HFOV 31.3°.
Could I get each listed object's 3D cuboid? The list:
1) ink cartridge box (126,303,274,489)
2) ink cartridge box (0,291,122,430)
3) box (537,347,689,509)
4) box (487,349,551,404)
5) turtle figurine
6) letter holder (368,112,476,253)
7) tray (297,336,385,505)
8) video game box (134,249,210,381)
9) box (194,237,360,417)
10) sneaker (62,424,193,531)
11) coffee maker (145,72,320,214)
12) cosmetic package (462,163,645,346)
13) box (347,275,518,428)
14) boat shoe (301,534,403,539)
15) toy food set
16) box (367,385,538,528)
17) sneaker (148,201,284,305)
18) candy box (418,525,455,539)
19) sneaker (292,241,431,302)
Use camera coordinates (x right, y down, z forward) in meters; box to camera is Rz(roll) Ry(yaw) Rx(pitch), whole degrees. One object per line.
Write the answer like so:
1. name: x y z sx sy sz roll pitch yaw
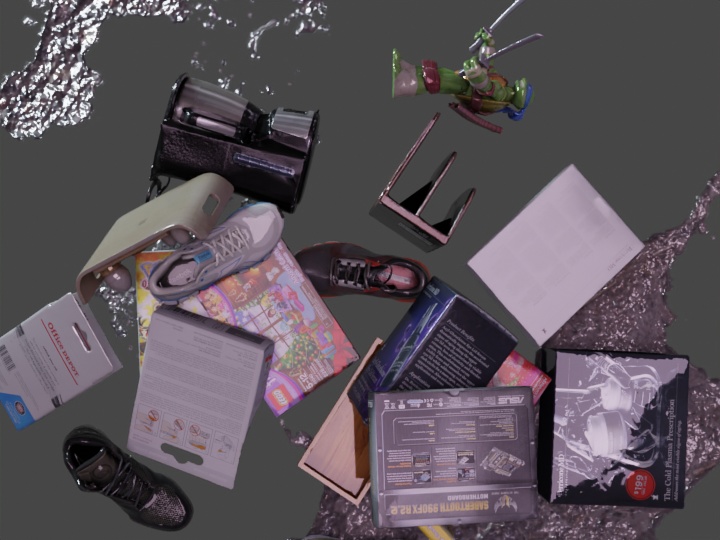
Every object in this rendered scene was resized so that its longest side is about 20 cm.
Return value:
1. ink cartridge box: -0.207 0.162 1.660 0.160 0.050 0.202 18 111 11
2. ink cartridge box: -0.386 0.108 1.642 0.199 0.068 0.117 -30 90 32
3. box: 0.333 0.208 1.707 0.179 0.104 0.203 2 88 -2
4. box: 0.153 0.194 1.702 0.099 0.095 0.201 36 87 -2
5. turtle figurine: 0.138 -0.286 1.696 0.191 0.201 0.145 1 54 1
6. letter holder: 0.094 -0.113 1.656 0.100 0.200 0.143 32 87 -2
7. tray: 0.009 0.202 1.725 0.098 0.037 0.201 33 88 -2
8. video game box: -0.199 0.062 1.714 0.197 0.047 0.185 -3 87 -3
9. box: -0.109 0.070 1.676 0.136 0.039 0.201 -34 91 -2
10. sneaker: -0.307 0.279 1.668 0.199 0.114 0.076 40 89 -3
11. coffee maker: -0.165 -0.143 1.693 0.197 0.135 0.194 17 122 -1
12. cosmetic package: 0.261 -0.020 1.736 0.200 0.052 0.151 -42 89 -3
13. box: 0.089 0.124 1.628 0.104 0.148 0.201 36 91 -12
14. boat shoe: 0.012 0.393 1.705 0.197 0.062 0.073 6 88 -4
15. toy food set: -0.256 -0.038 1.607 0.198 0.144 0.061 -25 112 23
16. box: 0.110 0.220 1.529 0.197 0.048 0.161 -2 86 -9
17. sneaker: -0.181 -0.018 1.611 0.199 0.087 0.075 -34 89 0
18. candy box: 0.072 0.296 1.643 0.026 0.200 0.102 -42 90 0
19. sneaker: 0.000 0.000 1.706 0.197 0.082 0.078 3 88 -3
